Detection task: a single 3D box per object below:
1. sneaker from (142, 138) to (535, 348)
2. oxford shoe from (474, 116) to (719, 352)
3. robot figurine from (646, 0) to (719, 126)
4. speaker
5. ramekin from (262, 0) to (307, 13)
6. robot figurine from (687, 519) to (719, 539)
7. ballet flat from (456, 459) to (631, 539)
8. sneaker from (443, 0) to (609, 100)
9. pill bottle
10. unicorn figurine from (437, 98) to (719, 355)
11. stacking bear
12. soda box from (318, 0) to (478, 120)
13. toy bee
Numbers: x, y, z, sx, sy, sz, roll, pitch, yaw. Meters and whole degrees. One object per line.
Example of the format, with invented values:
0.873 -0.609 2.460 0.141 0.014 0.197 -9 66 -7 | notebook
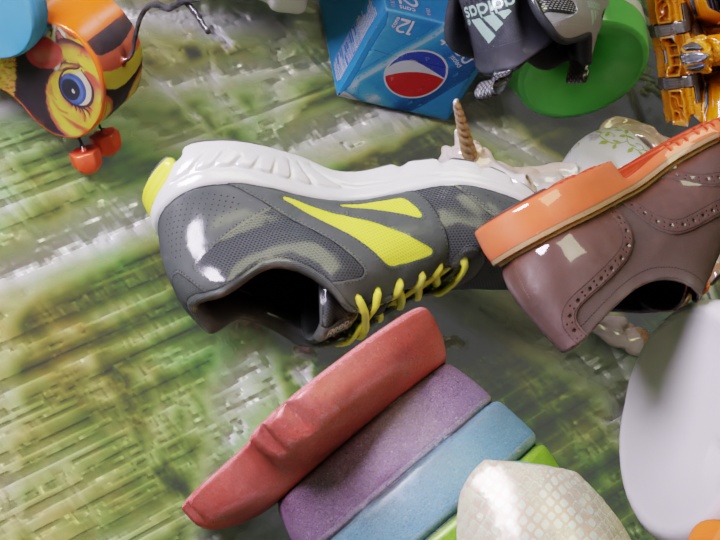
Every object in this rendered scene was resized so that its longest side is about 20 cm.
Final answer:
0.000 0.000 0.914 0.199 0.075 0.085 4 54 -17 | sneaker
0.138 -0.018 0.925 0.199 0.071 0.073 -23 84 -36 | oxford shoe
0.217 -0.132 1.128 0.200 0.058 0.146 -23 105 -53 | robot figurine
0.094 -0.182 1.126 0.088 0.089 0.201 6 48 -27 | speaker
-0.059 -0.232 1.001 0.094 0.203 0.203 8 45 -4 | ramekin
0.205 0.151 0.788 0.143 0.199 0.117 14 83 -46 | robot figurine
0.089 0.159 0.716 0.067 0.062 0.201 -21 94 -5 | ballet flat
0.059 -0.150 0.958 0.199 0.077 0.141 25 68 -42 | sneaker
0.229 0.083 0.935 0.199 0.113 0.113 11 46 -23 | pill bottle
0.114 -0.029 1.013 0.137 0.074 0.200 41 26 10 | unicorn figurine
0.045 0.125 0.793 0.114 0.121 0.200 -35 83 -36 | stacking bear
0.015 -0.177 1.087 0.067 0.064 0.201 11 46 -24 | soda box
-0.145 -0.097 0.901 0.131 0.109 0.200 -26 42 -35 | toy bee
